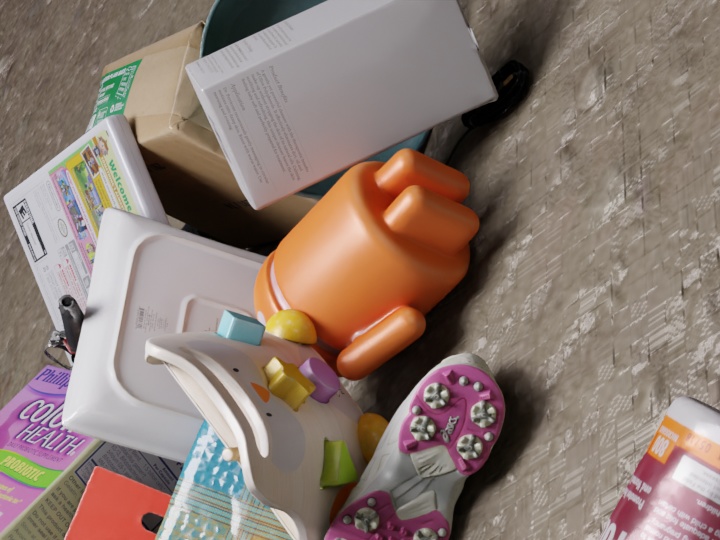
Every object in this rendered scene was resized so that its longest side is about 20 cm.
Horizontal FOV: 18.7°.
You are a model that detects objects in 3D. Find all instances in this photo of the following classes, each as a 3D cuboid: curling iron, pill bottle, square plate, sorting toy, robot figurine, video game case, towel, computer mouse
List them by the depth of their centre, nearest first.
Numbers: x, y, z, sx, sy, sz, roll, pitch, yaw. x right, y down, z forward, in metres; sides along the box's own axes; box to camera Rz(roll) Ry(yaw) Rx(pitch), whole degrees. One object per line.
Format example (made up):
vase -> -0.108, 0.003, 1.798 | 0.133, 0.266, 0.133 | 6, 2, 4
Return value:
pill bottle -> 0.170, 0.177, 1.149 | 0.200, 0.114, 0.114 | -62, 27, 2
sorting toy -> -0.073, 0.099, 1.478 | 0.107, 0.180, 0.200 | -41, 74, 11
towel -> -0.077, 0.200, 1.573 | 0.147, 0.022, 0.200 | 20, 84, 20
robot figurine -> 0.000, 0.001, 1.599 | 0.200, 0.117, 0.144 | -45, 75, 31
square plate -> -0.114, 0.056, 1.660 | 0.028, 0.198, 0.200 | 130, 152, -52
computer mouse -> 0.057, -0.086, 1.666 | 0.200, 0.034, 0.059 | -51, 29, 22
curling iron -> -0.226, 0.052, 1.710 | 0.026, 0.050, 0.200 | -63, -1, -14
video game case -> -0.206, -0.003, 1.780 | 0.182, 0.022, 0.200 | -29, 81, 49

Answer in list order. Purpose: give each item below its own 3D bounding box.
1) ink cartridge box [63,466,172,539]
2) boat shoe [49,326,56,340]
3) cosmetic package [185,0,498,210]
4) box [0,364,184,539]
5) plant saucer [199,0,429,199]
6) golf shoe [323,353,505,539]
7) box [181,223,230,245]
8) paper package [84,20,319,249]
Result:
ink cartridge box -> -0.162, 0.264, 1.605 | 0.047, 0.160, 0.200 | 119, 174, -84
boat shoe -> -0.195, 0.041, 1.858 | 0.200, 0.067, 0.057 | -2, 81, 50
cosmetic package -> -0.014, -0.139, 1.617 | 0.200, 0.108, 0.085 | -24, 21, -5
box -> -0.249, 0.182, 1.719 | 0.200, 0.097, 0.176 | -45, 26, -22
plant saucer -> -0.035, -0.153, 1.710 | 0.036, 0.200, 0.200 | -11, 57, 67
golf shoe -> 0.037, 0.142, 1.482 | 0.200, 0.075, 0.092 | -58, 5, 16
box -> -0.173, 0.080, 1.910 | 0.200, 0.048, 0.193 | -51, 33, 22
paper package -> -0.111, -0.108, 1.807 | 0.200, 0.191, 0.104 | -12, 56, 59
